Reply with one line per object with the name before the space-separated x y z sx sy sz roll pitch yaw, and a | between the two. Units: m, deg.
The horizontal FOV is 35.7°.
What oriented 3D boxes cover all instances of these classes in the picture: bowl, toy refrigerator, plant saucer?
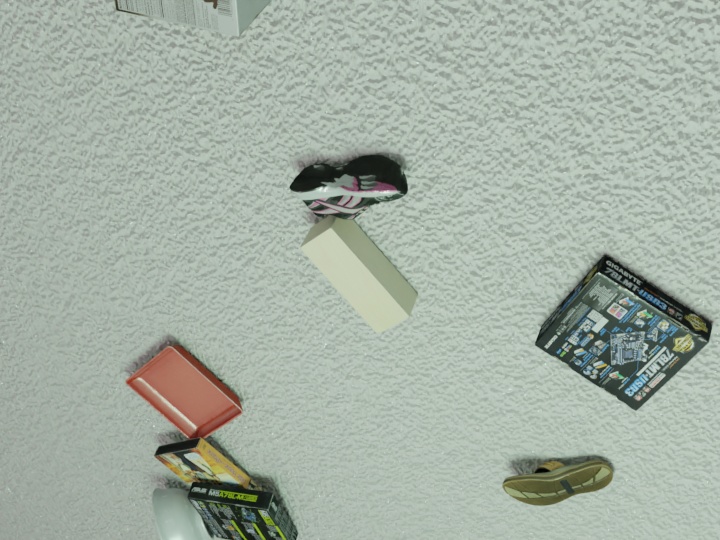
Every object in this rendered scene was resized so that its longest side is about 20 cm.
bowl | -0.381 0.563 2.470 0.089 0.202 0.203 -20 123 -1
toy refrigerator | 0.000 0.000 1.834 0.076 0.070 0.200 -31 110 35
plant saucer | -0.350 0.243 2.252 0.200 0.037 0.199 44 134 -12

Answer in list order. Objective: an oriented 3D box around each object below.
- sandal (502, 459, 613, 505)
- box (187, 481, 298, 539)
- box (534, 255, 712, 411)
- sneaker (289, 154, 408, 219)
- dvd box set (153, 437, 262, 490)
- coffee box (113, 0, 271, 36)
sandal | 0.350 0.365 1.981 0.198 0.054 0.081 -19 124 22
box | -0.250 0.526 2.399 0.191 0.048 0.201 2 143 19
box | 0.400 0.100 1.720 0.197 0.050 0.201 31 135 -1
sneaker | -0.007 -0.122 1.738 0.198 0.081 0.087 4 142 36
dvd box set | -0.324 0.430 2.379 0.145 0.030 0.200 -16 130 38
coffee box | -0.236 -0.407 1.571 0.198 0.115 0.080 16 134 17
